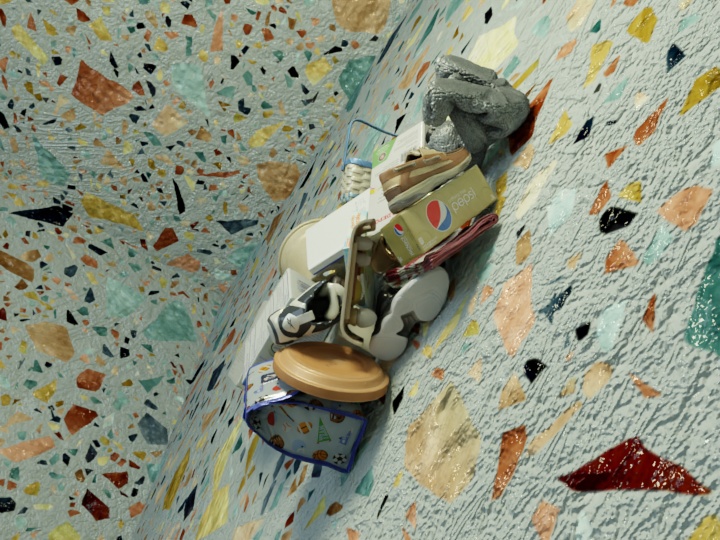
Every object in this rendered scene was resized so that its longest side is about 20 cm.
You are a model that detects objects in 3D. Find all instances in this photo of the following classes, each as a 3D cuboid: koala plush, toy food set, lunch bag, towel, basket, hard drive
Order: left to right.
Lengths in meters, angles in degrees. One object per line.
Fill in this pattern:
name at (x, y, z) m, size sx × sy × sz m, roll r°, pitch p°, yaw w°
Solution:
lunch bag at (-0.100, 0.227, 1.090) m, size 0.170 × 0.195 × 0.127 m, roll -119°, pitch 47°, yaw -73°
hard drive at (-0.030, -0.089, 1.367) m, size 0.197 × 0.025 × 0.134 m, roll -31°, pitch 39°, yaw 19°
toy food set at (0.006, 0.021, 1.095) m, size 0.144 × 0.058 × 0.207 m, roll 46°, pitch -129°, yaw -87°
basket at (0.032, -0.236, 1.525) m, size 0.139 × 0.172 × 0.206 m, roll -168°, pitch 96°, yaw -77°
towel at (0.123, -0.034, 1.048) m, size 0.142 × 0.023 × 0.199 m, roll -34°, pitch 4°, yaw -21°
koala plush at (0.184, -0.236, 1.137) m, size 0.179 × 0.179 × 0.204 m, roll -65°, pitch -7°, yaw -50°

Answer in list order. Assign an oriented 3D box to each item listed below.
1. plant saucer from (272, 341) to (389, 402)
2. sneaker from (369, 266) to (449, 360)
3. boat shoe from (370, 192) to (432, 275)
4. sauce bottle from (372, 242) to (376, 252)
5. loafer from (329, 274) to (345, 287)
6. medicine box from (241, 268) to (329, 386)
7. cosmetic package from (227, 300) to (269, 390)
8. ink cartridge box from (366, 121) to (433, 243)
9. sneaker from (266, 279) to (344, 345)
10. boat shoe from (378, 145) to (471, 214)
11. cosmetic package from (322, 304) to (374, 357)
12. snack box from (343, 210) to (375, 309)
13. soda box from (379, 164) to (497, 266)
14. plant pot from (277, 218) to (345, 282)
plant saucer at (-0.047, 0.159, 1.065) m, size 0.200 × 0.194 × 0.033 m, roll -127°, pitch 48°, yaw -73°
sneaker at (0.076, 0.048, 1.083) m, size 0.202 × 0.074 × 0.115 m, roll -55°, pitch 19°, yaw 30°
boat shoe at (0.067, -0.060, 1.125) m, size 0.066 × 0.074 × 0.201 m, roll -23°, pitch -23°, yaw -47°
sauce bottle at (0.086, -0.110, 1.340) m, size 0.204 × 0.065 × 0.066 m, roll -61°, pitch 16°, yaw 8°
loafer at (-0.048, 0.115, 1.372) m, size 0.073 × 0.069 × 0.206 m, roll -114°, pitch 36°, yaw -70°
medicine box at (-0.149, 0.127, 1.297) m, size 0.203 × 0.101 × 0.183 m, roll -59°, pitch 16°, yaw 11°
cosmetic package at (-0.185, 0.198, 1.497) m, size 0.204 × 0.162 × 0.164 m, roll -64°, pitch 17°, yaw -8°
ink cartridge box at (0.092, -0.157, 1.242) m, size 0.143 × 0.083 × 0.205 m, roll -23°, pitch 51°, yaw 42°
sneaker at (-0.057, 0.059, 1.113) m, size 0.128 × 0.082 × 0.197 m, roll -22°, pitch -4°, yaw 40°
boat shoe at (0.102, -0.159, 1.002) m, size 0.198 × 0.073 × 0.075 m, roll -34°, pitch 2°, yaw -41°
cosmetic package at (-0.051, 0.166, 1.269) m, size 0.201 × 0.086 × 0.105 m, roll -50°, pitch 17°, yaw 38°
snack box at (0.000, 0.000, 1.277) m, size 0.118 × 0.036 × 0.204 m, roll -79°, pitch -13°, yaw -49°
soda box at (0.125, -0.088, 1.009) m, size 0.198 × 0.069 × 0.064 m, roll -34°, pitch 1°, yaw -35°
plant pot at (-0.078, 0.012, 1.475) m, size 0.203 × 0.197 × 0.184 m, roll -57°, pitch 28°, yaw 13°
